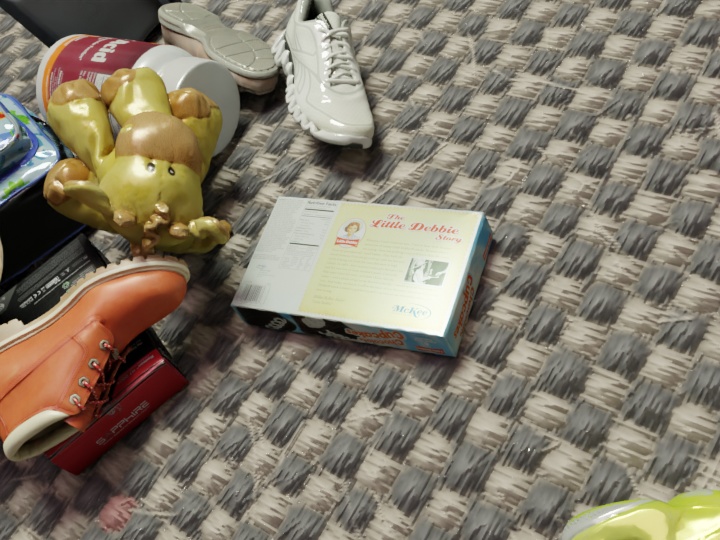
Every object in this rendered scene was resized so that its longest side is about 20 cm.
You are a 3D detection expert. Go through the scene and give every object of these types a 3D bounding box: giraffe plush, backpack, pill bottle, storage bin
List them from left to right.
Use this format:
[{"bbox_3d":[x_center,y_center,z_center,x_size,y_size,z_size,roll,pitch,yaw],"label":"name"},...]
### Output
[{"bbox_3d":[-0.393,-0.097,0.911,0.183,0.147,0.200,-40,48,-10],"label":"backpack"},{"bbox_3d":[-0.331,-0.323,1.020,0.145,0.200,0.135,27,80,36],"label":"storage bin"},{"bbox_3d":[-0.229,-0.178,0.915,0.199,0.114,0.115,15,64,31],"label":"pill bottle"},{"bbox_3d":[-0.182,-0.074,0.744,0.171,0.202,0.162,-14,9,-14],"label":"giraffe plush"}]

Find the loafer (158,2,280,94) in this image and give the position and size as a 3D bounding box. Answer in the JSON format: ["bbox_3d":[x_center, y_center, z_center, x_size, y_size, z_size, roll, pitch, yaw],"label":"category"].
[{"bbox_3d":[-0.153,-0.230,0.962,0.072,0.063,0.200,-21,45,-35],"label":"loafer"}]

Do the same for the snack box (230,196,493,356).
[{"bbox_3d":[0.000,0.000,0.737,0.198,0.037,0.117,7,61,28],"label":"snack box"}]

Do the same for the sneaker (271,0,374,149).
[{"bbox_3d":[-0.033,-0.194,0.848,0.075,0.081,0.201,1,46,-29],"label":"sneaker"}]

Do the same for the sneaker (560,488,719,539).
[{"bbox_3d":[0.221,0.171,0.506,0.199,0.076,0.106,-22,63,18],"label":"sneaker"}]

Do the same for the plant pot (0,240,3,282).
[{"bbox_3d":[-0.405,0.046,0.771,0.185,0.200,0.188,9,55,-13],"label":"plant pot"}]

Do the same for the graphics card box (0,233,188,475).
[{"bbox_3d":[-0.252,0.069,0.793,0.125,0.051,0.200,-40,52,-6],"label":"graphics card box"}]

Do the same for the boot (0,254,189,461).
[{"bbox_3d":[-0.212,0.070,0.707,0.199,0.075,0.108,-32,62,2],"label":"boot"}]
